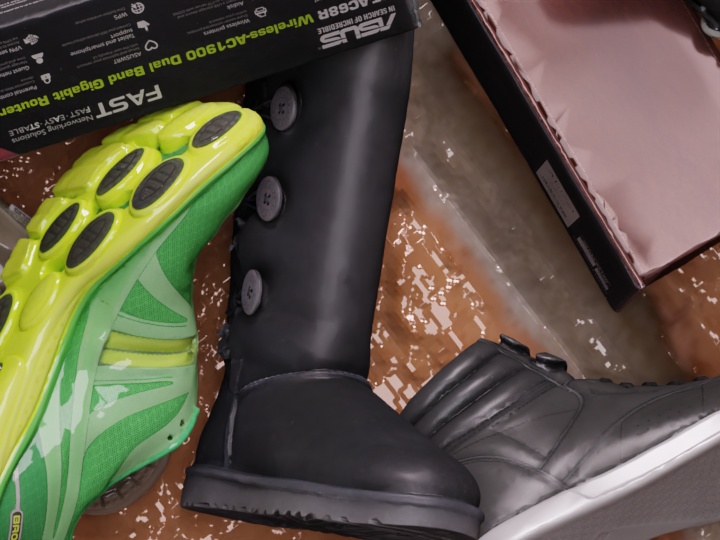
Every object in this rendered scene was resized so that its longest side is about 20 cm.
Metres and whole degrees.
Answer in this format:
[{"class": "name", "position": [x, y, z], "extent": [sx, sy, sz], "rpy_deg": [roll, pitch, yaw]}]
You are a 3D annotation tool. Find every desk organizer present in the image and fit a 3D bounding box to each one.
[{"class": "desk organizer", "position": [0.088, -0.092, 1.188], "extent": [0.077, 0.072, 0.200], "rpy_deg": [-30, 85, -6]}]

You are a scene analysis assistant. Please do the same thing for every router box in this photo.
[{"class": "router box", "position": [-0.089, -0.128, 1.150], "extent": [0.200, 0.062, 0.150], "rpy_deg": [-17, 41, 0]}]

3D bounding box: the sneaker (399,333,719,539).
[{"class": "sneaker", "position": [0.101, 0.055, 1.170], "extent": [0.200, 0.071, 0.099], "rpy_deg": [-22, 54, -22]}]

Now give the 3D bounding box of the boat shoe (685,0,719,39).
[{"class": "boat shoe", "position": [0.161, -0.110, 1.144], "extent": [0.200, 0.072, 0.068], "rpy_deg": [12, 77, -40]}]

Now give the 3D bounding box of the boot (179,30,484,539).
[{"class": "boot", "position": [-0.001, 0.000, 1.140], "extent": [0.066, 0.165, 0.200], "rpy_deg": [17, 81, -38]}]

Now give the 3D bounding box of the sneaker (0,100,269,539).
[{"class": "sneaker", "position": [-0.094, 0.024, 1.124], "extent": [0.084, 0.074, 0.200], "rpy_deg": [31, 94, -35]}]

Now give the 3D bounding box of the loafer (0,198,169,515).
[{"class": "loafer", "position": [-0.146, 0.009, 1.178], "extent": [0.076, 0.068, 0.200], "rpy_deg": [-36, 101, 2]}]
